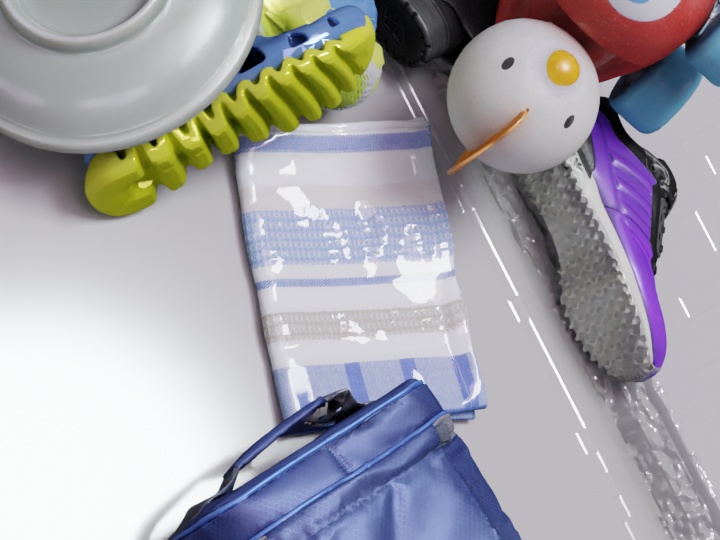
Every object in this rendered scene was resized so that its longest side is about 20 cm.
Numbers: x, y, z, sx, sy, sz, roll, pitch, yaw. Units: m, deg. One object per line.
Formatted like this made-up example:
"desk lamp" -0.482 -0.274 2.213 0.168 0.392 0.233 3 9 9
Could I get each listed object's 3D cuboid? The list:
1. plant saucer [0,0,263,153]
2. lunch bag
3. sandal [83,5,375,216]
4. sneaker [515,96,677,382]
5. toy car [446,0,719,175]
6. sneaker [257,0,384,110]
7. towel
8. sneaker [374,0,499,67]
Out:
"plant saucer" -0.157 -0.168 1.435 0.199 0.050 0.201 -2 66 5
"lunch bag" -0.015 0.147 1.402 0.200 0.136 0.133 -33 89 -33
"sandal" -0.087 -0.115 1.469 0.199 0.080 0.087 -25 68 -6
"sneaker" 0.175 -0.029 1.611 0.099 0.069 0.201 -13 79 -34
"toy car" 0.122 -0.130 1.505 0.184 0.177 0.200 41 61 -10
"sneaker" -0.073 -0.179 1.543 0.199 0.076 0.105 31 42 -15
"towel" 0.000 0.000 1.533 0.146 0.024 0.201 -3 73 -28
"sneaker" 0.037 -0.205 1.611 0.104 0.060 0.201 -27 84 -40
